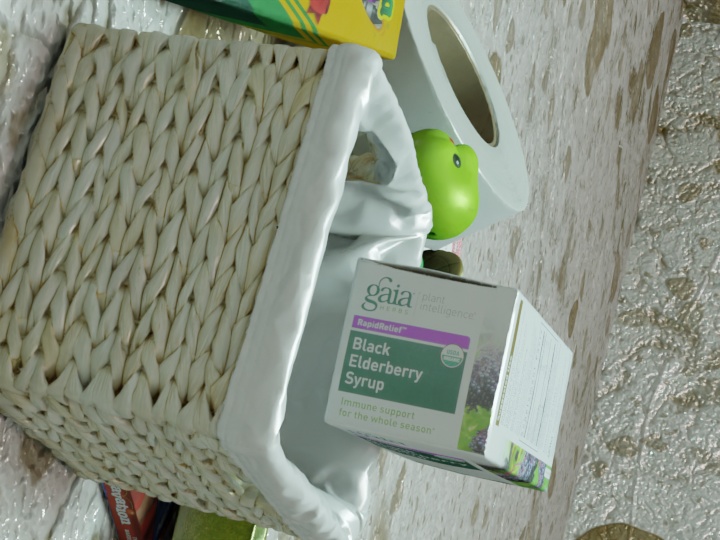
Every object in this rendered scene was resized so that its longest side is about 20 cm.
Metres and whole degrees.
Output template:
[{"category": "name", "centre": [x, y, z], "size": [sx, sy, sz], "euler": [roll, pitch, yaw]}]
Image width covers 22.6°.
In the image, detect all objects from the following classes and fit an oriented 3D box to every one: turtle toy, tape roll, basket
[{"category": "turtle toy", "centre": [0.000, 0.000, 1.094], "size": [0.201, 0.101, 0.146], "euler": [-63, 151, -12]}, {"category": "tape roll", "centre": [0.040, -0.119, 1.222], "size": [0.203, 0.070, 0.203], "euler": [54, 22, -34]}, {"category": "basket", "centre": [-0.070, 0.011, 0.880], "size": [0.198, 0.160, 0.201], "euler": [64, 37, -66]}]

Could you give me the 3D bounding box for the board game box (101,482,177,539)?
[{"category": "board game box", "centre": [-0.104, 0.063, 1.062], "size": [0.103, 0.019, 0.201], "euler": [82, 22, -47]}]

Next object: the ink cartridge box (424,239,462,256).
[{"category": "ink cartridge box", "centre": [0.013, 0.024, 1.356], "size": [0.200, 0.084, 0.146], "euler": [-33, 130, -71]}]

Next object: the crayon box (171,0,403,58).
[{"category": "crayon box", "centre": [-0.026, -0.192, 0.993], "size": [0.200, 0.051, 0.128], "euler": [8, 92, -56]}]

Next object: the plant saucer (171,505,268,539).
[{"category": "plant saucer", "centre": [-0.089, 0.183, 1.073], "size": [0.200, 0.048, 0.201], "euler": [100, 2, -75]}]

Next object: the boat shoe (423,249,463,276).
[{"category": "boat shoe", "centre": [0.021, 0.075, 1.195], "size": [0.201, 0.071, 0.066], "euler": [-59, 137, -33]}]

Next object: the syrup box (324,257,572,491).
[{"category": "syrup box", "centre": [0.049, 0.056, 0.891], "size": [0.200, 0.078, 0.082], "euler": [36, 65, -73]}]
